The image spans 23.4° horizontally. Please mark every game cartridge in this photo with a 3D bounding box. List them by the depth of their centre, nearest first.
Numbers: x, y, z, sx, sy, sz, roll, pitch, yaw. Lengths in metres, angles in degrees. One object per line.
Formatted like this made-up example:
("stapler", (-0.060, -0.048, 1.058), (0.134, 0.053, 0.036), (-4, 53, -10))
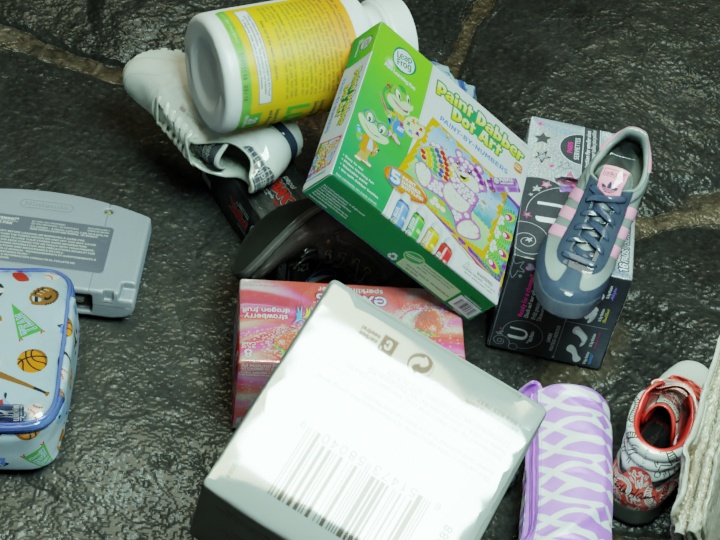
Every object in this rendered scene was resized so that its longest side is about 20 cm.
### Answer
("game cartridge", (-0.300, -0.021, 1.625), (0.200, 0.042, 0.133), (8, 37, -2))

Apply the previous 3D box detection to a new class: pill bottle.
("pill bottle", (-0.052, -0.199, 1.615), (0.200, 0.111, 0.111), (-14, 49, -23))

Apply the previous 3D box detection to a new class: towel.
("towel", (0.295, 0.156, 1.456), (0.034, 0.133, 0.200), (12, 59, 19))

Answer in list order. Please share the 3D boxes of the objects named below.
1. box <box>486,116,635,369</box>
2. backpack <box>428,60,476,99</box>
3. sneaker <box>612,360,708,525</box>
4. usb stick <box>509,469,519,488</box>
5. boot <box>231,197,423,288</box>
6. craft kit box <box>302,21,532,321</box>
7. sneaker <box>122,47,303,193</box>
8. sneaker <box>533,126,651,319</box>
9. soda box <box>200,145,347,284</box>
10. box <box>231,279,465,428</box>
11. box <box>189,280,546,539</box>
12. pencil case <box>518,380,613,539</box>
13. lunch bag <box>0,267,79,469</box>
("box", (0.192, -0.030, 1.649), (0.115, 0.132, 0.200), (11, 46, 0))
("backpack", (0.049, -0.126, 1.720), (0.154, 0.163, 0.200), (3, 38, -19))
("sneaker", (0.279, 0.124, 1.530), (0.067, 0.108, 0.201), (25, 47, 15))
("usb stick", (0.045, 0.197, 1.472), (0.200, 0.033, 0.055), (-21, 52, -28))
("boot", (0.000, 0.000, 1.584), (0.200, 0.174, 0.069), (-37, 20, -14))
("craft kit box", (0.056, -0.089, 1.538), (0.200, 0.048, 0.198), (37, 44, -24))
("sneaker", (-0.155, -0.144, 1.664), (0.200, 0.076, 0.081), (27, 57, 20))
("sneaker", (0.204, -0.048, 1.521), (0.070, 0.082, 0.200), (20, 51, 7))
("soda box", (-0.083, -0.058, 1.682), (0.071, 0.063, 0.200), (-16, 51, -24))
("box", (-0.013, 0.079, 1.535), (0.200, 0.095, 0.103), (4, 46, -6))
("box", (0.003, 0.159, 1.351), (0.199, 0.171, 0.200), (31, 66, 4))
("pencil case", (0.170, 0.183, 1.469), (0.085, 0.084, 0.200), (35, 37, -25))
("lunch bag", (-0.328, 0.083, 1.496), (0.160, 0.076, 0.200), (4, 44, -3))
